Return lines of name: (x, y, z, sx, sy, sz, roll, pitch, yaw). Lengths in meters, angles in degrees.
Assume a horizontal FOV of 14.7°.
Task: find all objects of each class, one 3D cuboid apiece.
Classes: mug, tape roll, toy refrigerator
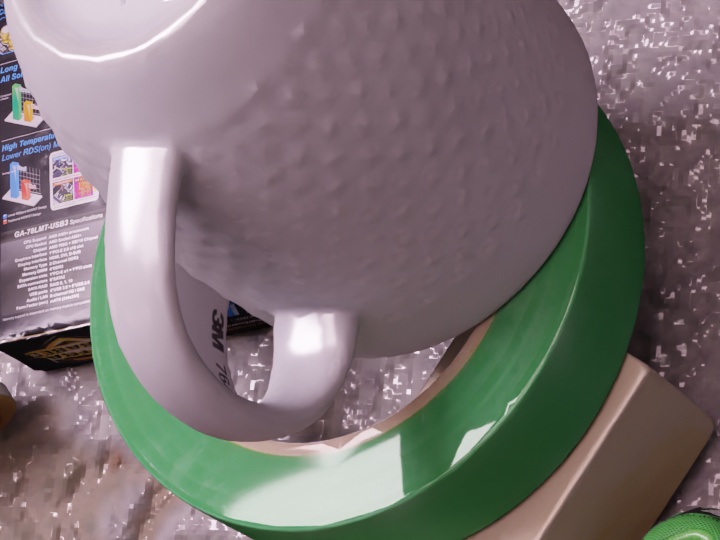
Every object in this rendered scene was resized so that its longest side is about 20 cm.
mug: (-0.030, -0.046, 0.871, 0.147, 0.175, 0.201, -3, 68, 30)
tape roll: (0.000, 0.000, 0.972, 0.199, 0.048, 0.202, -13, 63, 27)
toy refrigerator: (0.034, 0.112, 0.976, 0.076, 0.070, 0.201, 31, 87, 36)

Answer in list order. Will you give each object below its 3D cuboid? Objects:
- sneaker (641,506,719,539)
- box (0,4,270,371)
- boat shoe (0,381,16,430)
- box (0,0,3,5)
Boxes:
sneaker: (0.079, 0.168, 0.926, 0.078, 0.085, 0.201, 19, 83, 28)
box: (-0.055, -0.076, 1.088, 0.199, 0.050, 0.200, -13, 67, 21)
boat shoe: (-0.231, 0.062, 1.111, 0.199, 0.071, 0.070, -20, 68, 19)
box: (-0.162, -0.214, 1.118, 0.112, 0.101, 0.200, -34, 45, 3)
